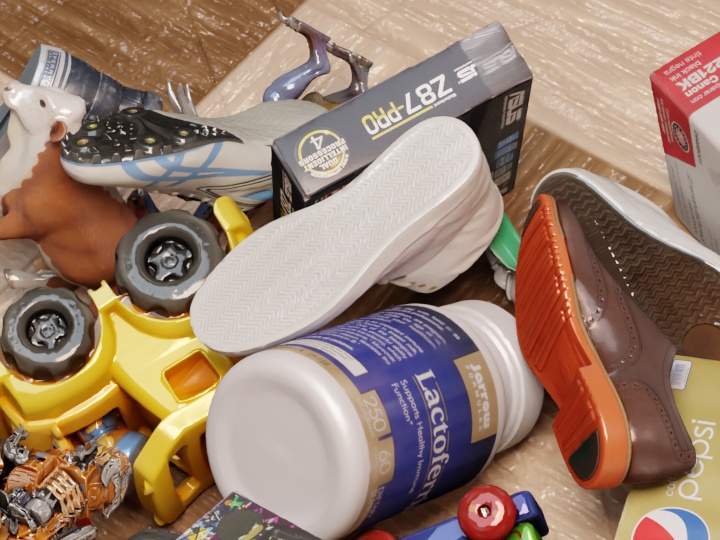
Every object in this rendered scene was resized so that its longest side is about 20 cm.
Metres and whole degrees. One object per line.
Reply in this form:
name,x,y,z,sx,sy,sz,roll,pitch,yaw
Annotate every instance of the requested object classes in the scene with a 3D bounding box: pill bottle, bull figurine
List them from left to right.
bull figurine,-0.192,-0.030,1.876,0.121,0.200,0.065,-24,40,13
pill bottle,0.013,0.083,1.734,0.115,0.116,0.200,28,28,31

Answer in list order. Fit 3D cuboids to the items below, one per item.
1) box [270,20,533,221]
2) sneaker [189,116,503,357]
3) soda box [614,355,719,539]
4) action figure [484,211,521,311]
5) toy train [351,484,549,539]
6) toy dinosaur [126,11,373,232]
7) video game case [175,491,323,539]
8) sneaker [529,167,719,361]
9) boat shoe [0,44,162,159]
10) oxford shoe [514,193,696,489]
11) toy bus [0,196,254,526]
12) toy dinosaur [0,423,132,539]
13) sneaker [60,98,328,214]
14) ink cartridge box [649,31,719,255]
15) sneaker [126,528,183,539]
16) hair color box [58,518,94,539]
box,0.023,-0.065,1.846,0.161,0.200,0.049,-30,74,-11
sneaker,0.000,0.000,1.764,0.200,0.116,0.074,-34,65,2
soda box,0.188,0.150,1.716,0.064,0.068,0.201,8,54,19
action figure,0.121,0.031,1.821,0.055,0.118,0.200,-45,61,11
toy train,0.024,0.212,1.709,0.199,0.085,0.116,-22,67,5
toy dinosaur,-0.068,-0.074,1.931,0.200,0.105,0.182,30,93,34
video game case,-0.071,0.218,1.559,0.181,0.036,0.200,25,53,38
sneaker,0.198,0.006,1.832,0.200,0.085,0.073,46,109,17
boat shoe,-0.200,-0.073,1.949,0.091,0.200,0.071,22,61,-14
oxford shoe,0.141,0.042,1.736,0.072,0.071,0.201,0,55,-21
toy bus,-0.112,0.086,1.816,0.200,0.136,0.192,-31,67,-10
toy dinosaur,-0.230,0.136,1.699,0.199,0.103,0.136,-4,27,-47
sneaker,-0.098,-0.064,1.835,0.199,0.073,0.072,-5,26,-39
ink cartridge box,0.270,-0.035,1.797,0.084,0.145,0.200,-31,51,-10
sneaker,-0.054,0.211,1.645,0.200,0.116,0.076,44,72,4
hair color box,-0.265,0.197,1.790,0.199,0.064,0.111,-8,51,8
